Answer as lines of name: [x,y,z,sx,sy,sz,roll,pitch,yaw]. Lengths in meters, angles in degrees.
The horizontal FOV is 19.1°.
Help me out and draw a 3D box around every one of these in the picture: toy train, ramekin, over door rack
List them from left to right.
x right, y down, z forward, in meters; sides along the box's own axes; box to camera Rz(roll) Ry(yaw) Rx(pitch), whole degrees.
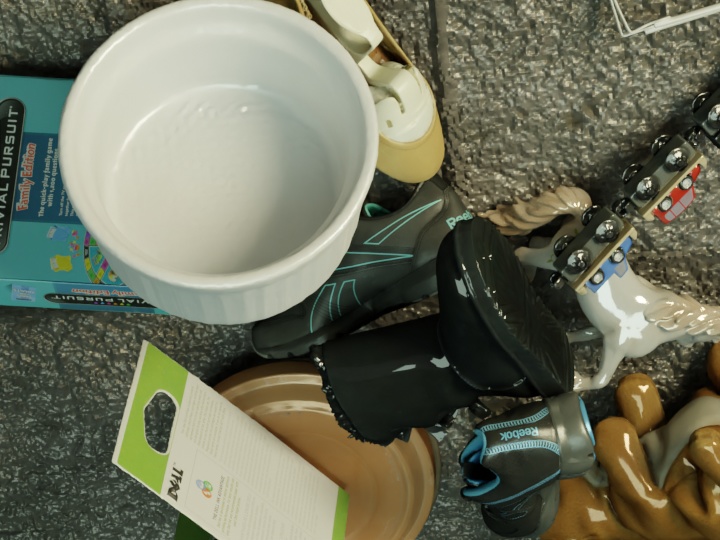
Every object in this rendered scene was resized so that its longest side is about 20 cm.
ramekin: [-0.088,-0.064,1.365,0.198,0.202,0.098,3,157,1]
toy train: [0.204,-0.058,1.448,0.200,0.034,0.046,-46,121,4]
over door rack: [0.254,-0.159,1.342,0.198,0.148,0.067,-5,95,5]

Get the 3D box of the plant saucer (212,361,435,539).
plant saucer: [-0.043,0.158,1.603,0.198,0.032,0.202,1,124,2]

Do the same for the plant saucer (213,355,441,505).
plant saucer: [-0.037,0.142,1.627,0.198,0.030,0.202,1,123,2]

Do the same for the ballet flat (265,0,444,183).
ballet flat: [0.002,-0.134,1.415,0.200,0.069,0.063,49,156,-24]

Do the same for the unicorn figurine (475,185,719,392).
unicorn figurine: [0.175,0.023,1.511,0.137,0.074,0.200,-28,120,24]

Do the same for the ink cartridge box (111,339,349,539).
ink cartridge box: [-0.108,0.165,1.506,0.200,0.148,0.076,40,118,-19]

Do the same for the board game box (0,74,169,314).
board game box: [-0.164,-0.050,1.438,0.198,0.152,0.047,3,157,2]

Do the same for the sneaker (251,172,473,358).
sneaker: [0.000,0.000,1.520,0.199,0.075,0.080,-27,90,25]

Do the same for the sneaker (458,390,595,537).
sneaker: [0.102,0.137,1.504,0.081,0.074,0.200,-8,155,-12]

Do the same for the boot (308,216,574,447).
boot: [0.043,0.047,1.451,0.161,0.074,0.198,-13,145,20]

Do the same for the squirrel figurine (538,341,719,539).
squirrel figurine: [0.222,0.176,1.575,0.186,0.142,0.201,-25,116,25]
